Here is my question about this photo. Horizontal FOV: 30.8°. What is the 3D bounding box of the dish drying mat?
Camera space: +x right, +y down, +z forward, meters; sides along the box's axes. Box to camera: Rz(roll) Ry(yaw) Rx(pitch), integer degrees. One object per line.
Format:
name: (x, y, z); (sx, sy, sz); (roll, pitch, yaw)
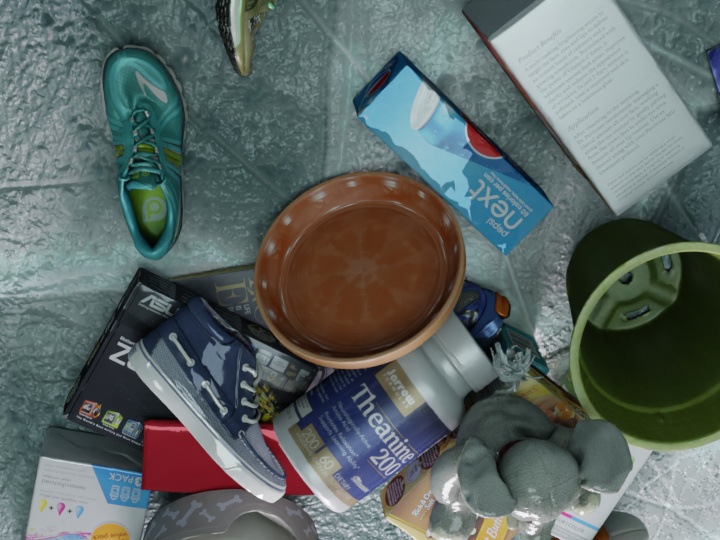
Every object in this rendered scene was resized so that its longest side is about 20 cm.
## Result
dish drying mat: (-0.113, 0.183, 1.279); (0.199, 0.018, 0.077); (3, 110, -9)

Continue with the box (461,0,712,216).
box: (0.198, -0.174, 1.165); (0.106, 0.152, 0.200); (-37, 109, 9)

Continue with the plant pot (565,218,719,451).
plant pot: (0.272, 0.037, 1.231); (0.199, 0.190, 0.201); (-2, 111, -5)

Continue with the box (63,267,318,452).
box: (-0.165, 0.111, 1.278); (0.199, 0.049, 0.162); (28, 104, -16)

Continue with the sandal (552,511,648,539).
sandal: (0.220, 0.327, 1.399); (0.206, 0.079, 0.059); (-29, 112, 15)

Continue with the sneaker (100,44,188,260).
sneaker: (-0.193, -0.106, 1.194); (0.077, 0.080, 0.201); (-7, 110, -2)

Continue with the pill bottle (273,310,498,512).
pill bottle: (0.027, 0.124, 1.216); (0.200, 0.111, 0.111); (-37, 109, 3)

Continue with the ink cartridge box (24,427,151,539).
ink cartridge box: (-0.282, 0.271, 1.332); (0.115, 0.068, 0.201); (11, 109, -9)

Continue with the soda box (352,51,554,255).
soda box: (0.087, -0.110, 1.227); (0.200, 0.064, 0.068); (41, 102, -18)

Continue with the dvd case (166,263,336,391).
dvd case: (-0.082, 0.062, 1.301); (0.199, 0.016, 0.149); (-9, 111, -2)

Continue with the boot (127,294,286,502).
boot: (-0.118, 0.120, 1.216); (0.090, 0.073, 0.200); (-41, 102, 5)

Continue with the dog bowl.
dog bowl: (-0.131, 0.291, 1.320); (0.199, 0.059, 0.201); (-2, 140, -2)

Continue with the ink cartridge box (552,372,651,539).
ink cartridge box: (0.235, 0.179, 1.349); (0.104, 0.059, 0.200); (27, 106, -14)

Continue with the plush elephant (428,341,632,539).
plush elephant: (0.145, 0.183, 1.135); (0.164, 0.155, 0.201); (-6, 117, -4)

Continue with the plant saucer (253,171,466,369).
plant saucer: (0.000, 0.000, 1.208); (0.199, 0.201, 0.032); (-20, 148, 3)

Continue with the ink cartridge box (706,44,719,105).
ink cartridge box: (0.453, -0.153, 1.256); (0.199, 0.041, 0.201); (-22, 111, 3)

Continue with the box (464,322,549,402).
box: (0.112, 0.154, 1.318); (0.049, 0.082, 0.201); (27, 105, -13)

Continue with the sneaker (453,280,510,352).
sneaker: (0.063, 0.089, 1.303); (0.078, 0.075, 0.200); (36, 97, -4)

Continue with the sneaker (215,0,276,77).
sneaker: (-0.076, -0.267, 1.153); (0.088, 0.077, 0.201); (4, 112, -16)

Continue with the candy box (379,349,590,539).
candy box: (0.127, 0.189, 1.258); (0.115, 0.055, 0.200); (38, 103, -16)
